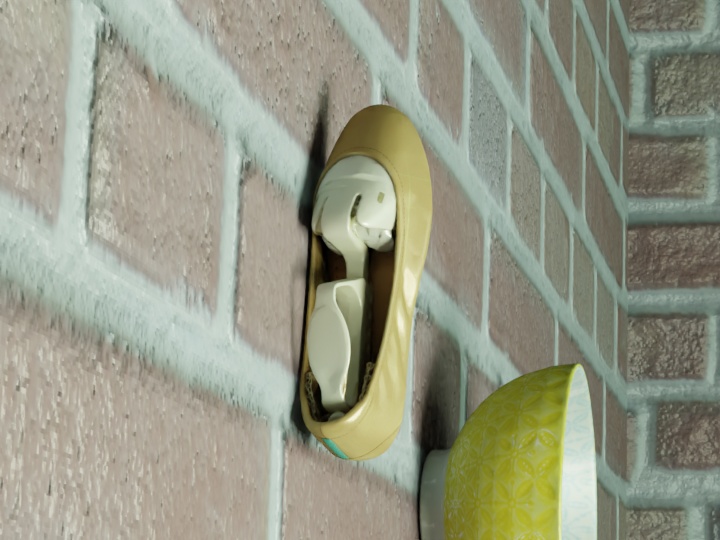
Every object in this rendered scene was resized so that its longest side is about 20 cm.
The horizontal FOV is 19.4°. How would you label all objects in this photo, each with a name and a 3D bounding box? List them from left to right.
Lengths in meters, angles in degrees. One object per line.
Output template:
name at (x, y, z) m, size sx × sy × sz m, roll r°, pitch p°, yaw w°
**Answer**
ballet flat at (0.000, 0.000, 1.137) m, size 0.063 × 0.068 × 0.202 m, roll 27°, pitch 61°, yaw -60°
bowl at (0.100, 0.165, 1.457) m, size 0.200 × 0.107 × 0.202 m, roll -1°, pitch 90°, yaw -76°
